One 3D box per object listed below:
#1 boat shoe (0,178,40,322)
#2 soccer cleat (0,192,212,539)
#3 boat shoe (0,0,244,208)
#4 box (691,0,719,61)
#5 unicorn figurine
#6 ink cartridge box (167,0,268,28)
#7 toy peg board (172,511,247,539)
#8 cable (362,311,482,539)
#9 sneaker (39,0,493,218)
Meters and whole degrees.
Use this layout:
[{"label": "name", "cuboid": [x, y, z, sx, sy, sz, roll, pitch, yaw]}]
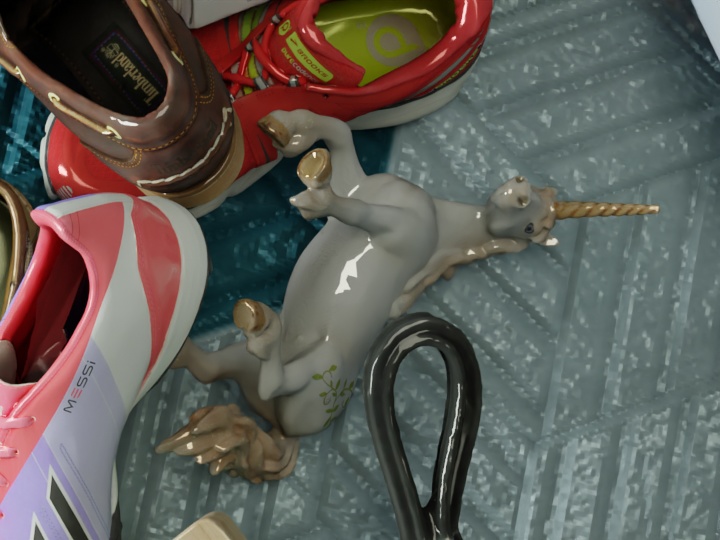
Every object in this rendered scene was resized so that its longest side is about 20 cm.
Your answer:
[{"label": "boat shoe", "cuboid": [-0.175, 0.052, 1.074, 0.075, 0.074, 0.201, 17, 75, -6]}, {"label": "soccer cleat", "cuboid": [-0.121, 0.064, 1.050, 0.073, 0.068, 0.201, 7, 108, -49]}, {"label": "boat shoe", "cuboid": [-0.118, -0.107, 1.087, 0.070, 0.070, 0.200, -47, 61, -1]}, {"label": "box", "cuboid": [0.249, -0.092, 1.120, 0.105, 0.184, 0.201, -15, 78, -52]}, {"label": "unicorn figurine", "cuboid": [0.000, 0.000, 1.113, 0.200, 0.137, 0.074, -47, 50, 4]}, {"label": "ink cartridge box", "cuboid": [-0.013, -0.203, 1.134, 0.199, 0.084, 0.146, -22, 58, -15]}, {"label": "toy peg board", "cuboid": [-0.060, 0.221, 1.048, 0.199, 0.098, 0.200, -38, 86, 11]}, {"label": "cable", "cuboid": [0.029, 0.119, 1.098, 0.097, 0.050, 0.201, -21, 94, -3]}, {"label": "sneaker", "cuboid": [-0.037, -0.081, 1.125, 0.199, 0.085, 0.077, -25, 83, -15]}]
